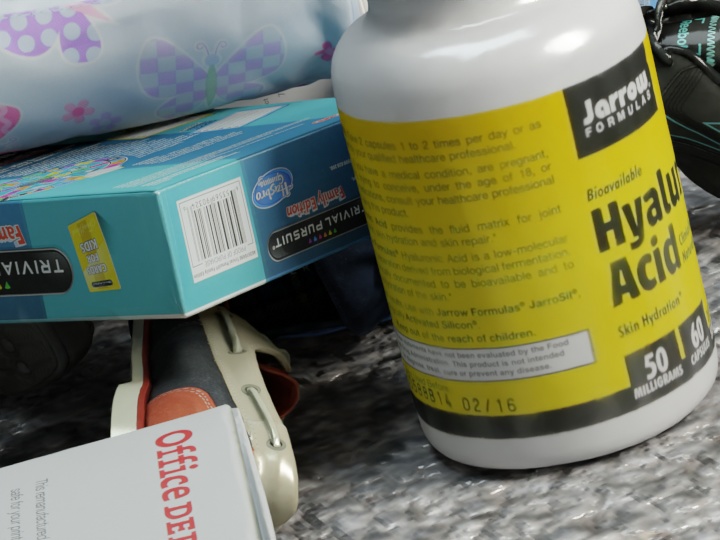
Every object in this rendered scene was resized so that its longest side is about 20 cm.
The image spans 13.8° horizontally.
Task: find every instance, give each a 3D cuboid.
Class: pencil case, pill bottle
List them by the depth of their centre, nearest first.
[{"bbox_3d":[0.052,-0.042,1.034,0.111,0.200,0.111,-14,19,5],"label":"pill bottle"},{"bbox_3d":[-0.100,-0.098,1.137,0.200,0.091,0.083,-12,54,-9],"label":"pencil case"}]

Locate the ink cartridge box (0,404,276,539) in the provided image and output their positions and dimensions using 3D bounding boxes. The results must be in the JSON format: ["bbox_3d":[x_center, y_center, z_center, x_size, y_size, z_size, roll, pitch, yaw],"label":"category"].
[{"bbox_3d":[-0.114,0.124,0.876,0.200,0.085,0.145,-17,20,-1],"label":"ink cartridge box"}]

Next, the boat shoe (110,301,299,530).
[{"bbox_3d":[-0.053,0.048,1.063,0.062,0.071,0.200,-3,15,0],"label":"boat shoe"}]

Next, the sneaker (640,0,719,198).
[{"bbox_3d":[0.105,-0.083,1.179,0.200,0.079,0.076,9,56,-5],"label":"sneaker"}]

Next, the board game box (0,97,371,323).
[{"bbox_3d":[-0.091,-0.022,1.107,0.200,0.047,0.151,-3,14,41],"label":"board game box"}]

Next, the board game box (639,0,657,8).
[{"bbox_3d":[0.046,-0.074,1.379,0.200,0.037,0.151,-11,19,9],"label":"board game box"}]

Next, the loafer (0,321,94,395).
[{"bbox_3d":[-0.166,0.006,1.261,0.070,0.070,0.200,-39,28,-25],"label":"loafer"}]

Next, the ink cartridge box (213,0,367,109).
[{"bbox_3d":[-0.061,-0.093,1.292,0.200,0.084,0.145,-13,6,23],"label":"ink cartridge box"}]

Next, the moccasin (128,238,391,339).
[{"bbox_3d":[0.000,0.000,1.174,0.200,0.081,0.068,-22,20,25],"label":"moccasin"}]
